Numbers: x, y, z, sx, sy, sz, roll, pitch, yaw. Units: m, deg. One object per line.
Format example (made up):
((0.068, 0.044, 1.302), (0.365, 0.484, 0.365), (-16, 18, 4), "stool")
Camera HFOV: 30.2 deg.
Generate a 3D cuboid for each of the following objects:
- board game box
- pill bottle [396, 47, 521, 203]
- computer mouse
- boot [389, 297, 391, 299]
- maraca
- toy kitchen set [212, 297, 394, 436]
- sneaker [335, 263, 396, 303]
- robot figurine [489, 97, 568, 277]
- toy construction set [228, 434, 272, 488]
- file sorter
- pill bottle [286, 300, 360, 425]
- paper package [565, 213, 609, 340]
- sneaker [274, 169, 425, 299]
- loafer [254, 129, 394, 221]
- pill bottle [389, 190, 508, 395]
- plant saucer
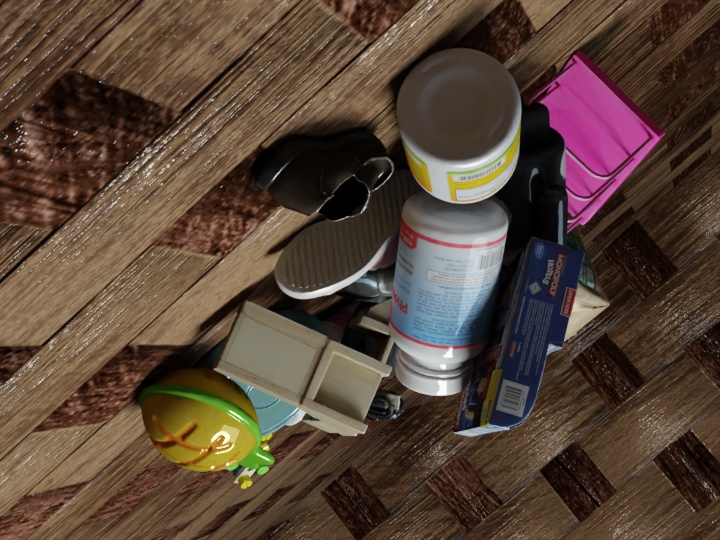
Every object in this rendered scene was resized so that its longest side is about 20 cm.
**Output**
((0.161, 0.083, 1.435), (0.200, 0.062, 0.200), (132, -26, -77), "board game box")
((0.095, -0.126, 1.259), (0.111, 0.111, 0.200), (-39, 169, -2), "pill bottle")
((0.021, 0.085, 1.666), (0.053, 0.138, 0.200), (48, 59, -43), "computer mouse")
((0.119, 0.045, 1.594), (0.155, 0.200, 0.073), (1, 131, -10), "boot")
((-0.171, 0.176, 1.490), (0.200, 0.137, 0.107), (63, 41, -55), "maraca")
((-0.059, 0.077, 1.511), (0.163, 0.180, 0.200), (-67, -172, -11), "toy kitchen set")
((0.000, 0.000, 1.585), (0.082, 0.073, 0.200), (0, 175, -4), "sneaker")
((0.162, -0.087, 1.459), (0.150, 0.124, 0.200), (-79, 166, -61), "robot figurine")
((-0.131, 0.211, 1.866), (0.200, 0.092, 0.131), (-47, 144, -2), "toy construction set")
((0.231, -0.128, 1.581), (0.125, 0.139, 0.200), (-38, 169, -33), "file sorter")
((-0.040, 0.124, 1.771), (0.200, 0.112, 0.112), (-31, 166, -38), "pill bottle")
((0.206, 0.009, 1.758), (0.103, 0.200, 0.191), (27, 123, -33), "paper package")
((-0.011, -0.018, 1.417), (0.200, 0.075, 0.105), (-39, 164, -26), "sneaker")
((-0.022, -0.074, 1.186), (0.073, 0.071, 0.200), (-45, 167, 26), "loafer")
((0.087, 0.025, 1.390), (0.109, 0.109, 0.200), (-26, 131, -48), "pill bottle")
((-0.115, 0.135, 1.592), (0.200, 0.027, 0.200), (-26, 139, -24), "plant saucer")
